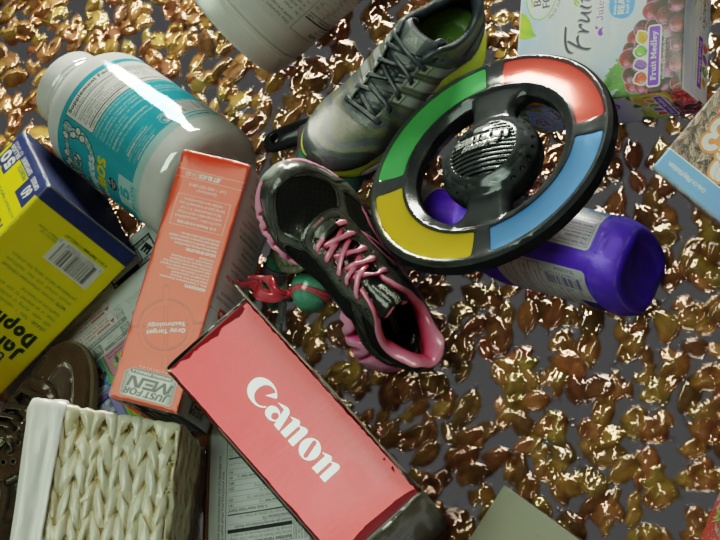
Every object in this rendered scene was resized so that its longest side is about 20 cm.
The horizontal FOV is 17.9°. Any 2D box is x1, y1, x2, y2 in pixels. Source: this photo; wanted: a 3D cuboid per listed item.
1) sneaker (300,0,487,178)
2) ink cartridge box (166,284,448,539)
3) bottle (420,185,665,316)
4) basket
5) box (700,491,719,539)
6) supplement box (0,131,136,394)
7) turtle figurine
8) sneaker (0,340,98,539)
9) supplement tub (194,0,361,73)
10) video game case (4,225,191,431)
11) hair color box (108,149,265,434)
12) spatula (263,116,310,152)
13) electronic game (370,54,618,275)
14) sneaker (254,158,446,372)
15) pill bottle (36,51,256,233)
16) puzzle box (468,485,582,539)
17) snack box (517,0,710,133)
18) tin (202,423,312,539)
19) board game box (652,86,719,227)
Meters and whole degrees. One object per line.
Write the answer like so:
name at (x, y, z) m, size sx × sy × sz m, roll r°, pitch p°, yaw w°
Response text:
sneaker at (0.026, -0.152, 1.758) m, size 0.074 × 0.081 × 0.200 m, roll 36°, pitch 64°, yaw 14°
ink cartridge box at (-0.042, 0.124, 1.651) m, size 0.084 × 0.176 × 0.200 m, roll -42°, pitch 70°, yaw -5°
bottle at (0.125, -0.021, 1.696) m, size 0.200 × 0.084 × 0.065 m, roll 16°, pitch 74°, yaw 36°
basket at (-0.196, 0.211, 1.758) m, size 0.123 × 0.136 × 0.201 m, roll 3°, pitch 73°, yaw 7°
box at (0.266, 0.236, 1.498) m, size 0.095 × 0.100 × 0.201 m, roll 18°, pitch 83°, yaw 35°
supplement box at (-0.304, 0.004, 1.917) m, size 0.200 × 0.109 × 0.109 m, roll -45°, pitch 34°, yaw 7°
turtle figurine at (-0.022, -0.028, 1.786) m, size 0.149 × 0.101 × 0.201 m, roll -4°, pitch 62°, yaw 26°
sneaker at (-0.278, 0.147, 1.860) m, size 0.070 × 0.075 × 0.201 m, roll 15°, pitch 81°, yaw 35°
supplement tub at (-0.039, -0.273, 1.867) m, size 0.200 × 0.132 × 0.132 m, roll -40°, pitch 56°, yaw 13°
video game case at (-0.203, 0.083, 1.899) m, size 0.200 × 0.022 × 0.182 m, roll -40°, pitch 56°, yaw 12°
hair color box at (-0.129, 0.018, 1.776) m, size 0.061 × 0.102 × 0.201 m, roll 13°, pitch 79°, yaw 13°
spatula at (0.007, -0.136, 1.852) m, size 0.200 × 0.021 × 0.057 m, roll -22°, pitch 62°, yaw 24°
electronic game at (0.096, -0.080, 1.671) m, size 0.199 × 0.042 × 0.200 m, roll -21°, pitch 43°, yaw 21°
sneaker at (0.000, 0.000, 1.693) m, size 0.079 × 0.200 × 0.095 m, roll -41°, pitch 22°, yaw -8°
pill bottle at (-0.187, -0.112, 1.910) m, size 0.200 × 0.111 × 0.111 m, roll 35°, pitch 92°, yaw 37°
puzzle box at (0.133, 0.253, 1.601) m, size 0.200 × 0.025 × 0.133 m, roll 35°, pitch 93°, yaw 46°
snack box at (0.195, -0.213, 1.745) m, size 0.142 × 0.053 × 0.201 m, roll -7°, pitch 69°, yaw 32°
tin at (-0.070, 0.174, 1.773) m, size 0.112 × 0.042 × 0.201 m, roll -14°, pitch 65°, yaw 32°
board game box at (0.335, -0.090, 1.582) m, size 0.200 × 0.097 × 0.159 m, roll -51°, pitch 54°, yaw 5°
